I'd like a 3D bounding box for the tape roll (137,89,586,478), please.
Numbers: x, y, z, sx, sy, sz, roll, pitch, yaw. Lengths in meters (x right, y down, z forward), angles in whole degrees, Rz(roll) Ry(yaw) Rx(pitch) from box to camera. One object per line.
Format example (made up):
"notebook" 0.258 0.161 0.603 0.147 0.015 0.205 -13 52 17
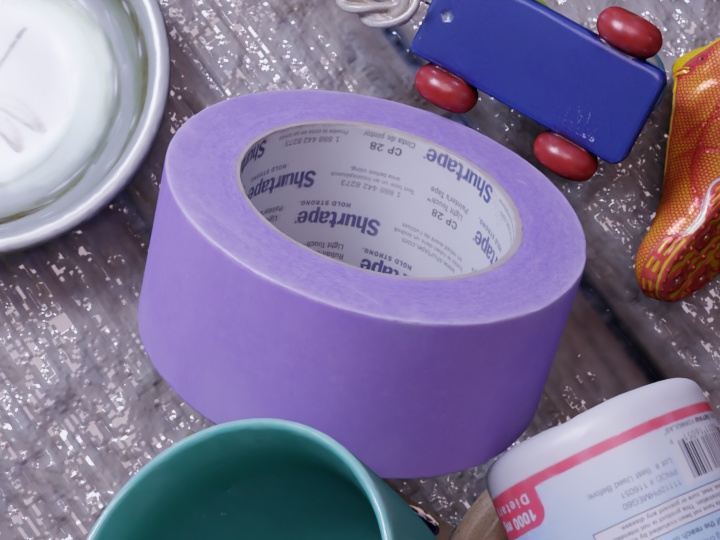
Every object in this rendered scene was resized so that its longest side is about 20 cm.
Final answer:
"tape roll" 0.000 0.000 0.778 0.198 0.086 0.201 11 32 -7

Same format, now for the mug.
"mug" -0.029 0.166 0.670 0.151 0.114 0.187 -17 54 19

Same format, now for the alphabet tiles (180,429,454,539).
"alphabet tiles" -0.044 0.171 0.753 0.166 0.006 0.201 33 63 0

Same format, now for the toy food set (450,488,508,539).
"toy food set" 0.132 0.179 0.812 0.197 0.049 0.200 -37 79 -13

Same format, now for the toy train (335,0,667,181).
"toy train" 0.068 -0.129 0.867 0.199 0.116 0.085 31 107 12

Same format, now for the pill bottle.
"pill bottle" 0.141 0.158 0.737 0.108 0.109 0.202 -21 76 -9

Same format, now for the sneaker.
"sneaker" 0.190 -0.070 0.887 0.077 0.073 0.201 22 68 25

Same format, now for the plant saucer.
"plant saucer" -0.197 -0.098 0.868 0.198 0.050 0.202 1 75 -4
